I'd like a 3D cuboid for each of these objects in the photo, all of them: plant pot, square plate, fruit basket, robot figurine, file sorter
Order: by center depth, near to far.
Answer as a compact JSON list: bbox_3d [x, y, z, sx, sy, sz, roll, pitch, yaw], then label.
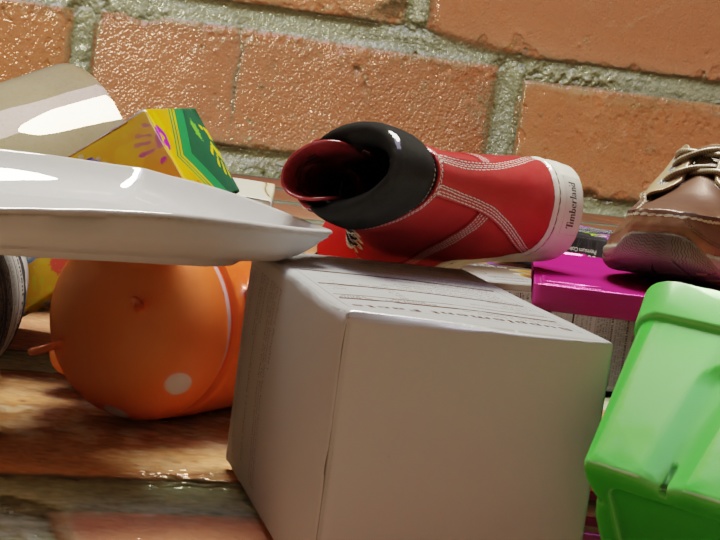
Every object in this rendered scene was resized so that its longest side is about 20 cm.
[{"bbox_3d":[0.215,0.075,0.591,0.215,0.156,0.216,-13,32,8],"label":"fruit basket"},{"bbox_3d":[-0.148,-0.033,0.715,0.200,0.028,0.198,3,10,-36],"label":"square plate"},{"bbox_3d":[0.153,0.065,0.780,0.139,0.126,0.200,7,6,6],"label":"file sorter"},{"bbox_3d":[-0.101,0.027,0.866,0.144,0.117,0.200,24,13,26],"label":"robot figurine"},{"bbox_3d":[-0.303,-0.054,1.151,0.200,0.187,0.187,-16,20,-37],"label":"plant pot"}]

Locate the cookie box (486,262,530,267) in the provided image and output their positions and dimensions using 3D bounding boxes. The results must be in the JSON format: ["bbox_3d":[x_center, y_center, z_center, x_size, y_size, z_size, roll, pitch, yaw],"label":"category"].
[{"bbox_3d":[0.209,0.030,1.332,0.171,0.075,0.200,11,8,17],"label":"cookie box"}]

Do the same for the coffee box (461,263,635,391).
[{"bbox_3d":[0.143,0.042,1.133,0.200,0.080,0.114,5,6,-28],"label":"coffee box"}]

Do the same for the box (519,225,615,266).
[{"bbox_3d":[0.194,-0.014,1.191,0.143,0.036,0.200,2,5,-42],"label":"box"}]

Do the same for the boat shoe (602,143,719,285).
[{"bbox_3d":[0.176,-0.033,0.779,0.076,0.072,0.200,8,6,21],"label":"boat shoe"}]

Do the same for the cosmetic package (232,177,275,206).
[{"bbox_3d":[-0.119,-0.027,1.332,0.073,0.104,0.200,8,8,-4],"label":"cosmetic package"}]

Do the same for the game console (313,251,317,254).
[{"bbox_3d":[0.000,0.000,1.130,0.177,0.031,0.200,-31,-8,21],"label":"game console"}]

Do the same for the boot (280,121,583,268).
[{"bbox_3d":[-0.001,-0.035,0.788,0.144,0.072,0.200,10,-12,-32],"label":"boot"}]

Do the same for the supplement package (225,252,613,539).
[{"bbox_3d":[0.016,0.063,0.680,0.117,0.117,0.200,7,7,-15],"label":"supplement package"}]

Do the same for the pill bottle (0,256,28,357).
[{"bbox_3d":[-0.243,0.015,0.795,0.116,0.116,0.200,7,7,-3],"label":"pill bottle"}]

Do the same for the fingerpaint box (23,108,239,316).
[{"bbox_3d":[-0.191,-0.027,0.976,0.200,0.073,0.167,-29,3,6],"label":"fingerpaint box"}]
